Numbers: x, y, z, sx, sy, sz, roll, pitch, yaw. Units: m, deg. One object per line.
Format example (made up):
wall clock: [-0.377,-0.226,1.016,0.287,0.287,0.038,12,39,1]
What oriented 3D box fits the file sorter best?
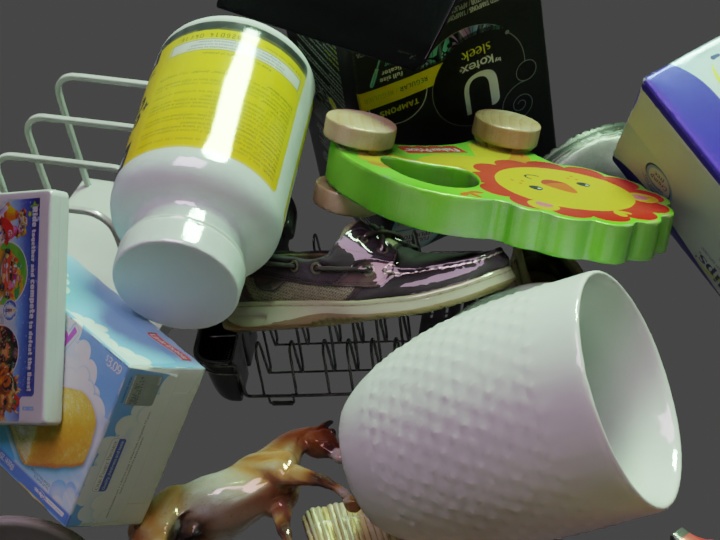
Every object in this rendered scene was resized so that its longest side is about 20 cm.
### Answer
file sorter: [-0.198,-0.031,1.505,0.139,0.125,0.200,8,46,23]

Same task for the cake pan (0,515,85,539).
cake pan: [-0.236,0.238,1.261,0.200,0.037,0.200,-11,44,11]

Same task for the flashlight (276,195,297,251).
flashlight: [-0.074,-0.082,1.502,0.068,0.068,0.200,-39,27,26]

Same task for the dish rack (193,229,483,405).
dish rack: [-0.004,0.027,1.445,0.200,0.055,0.153,-2,43,12]

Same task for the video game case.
video game case: [-0.260,0.025,1.321,0.200,0.143,0.018,-2,-6,39]

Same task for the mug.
mug: [0.088,0.078,1.276,0.175,0.148,0.200,-19,33,24]

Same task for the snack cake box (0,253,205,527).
snack cake box: [-0.198,0.062,1.324,0.067,0.115,0.200,4,24,-47]

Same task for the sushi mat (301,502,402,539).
sushi mat: [0.029,0.207,1.266,0.096,0.012,0.200,-15,41,-4]

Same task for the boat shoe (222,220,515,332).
boat shoe: [0.000,0.000,1.355,0.200,0.065,0.072,-8,2,22]

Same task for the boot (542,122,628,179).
boot: [0.216,-0.048,1.471,0.200,0.070,0.132,-27,49,-9]

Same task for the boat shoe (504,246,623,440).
boat shoe: [0.145,0.051,1.360,0.072,0.065,0.200,-9,42,-20]

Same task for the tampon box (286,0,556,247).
tampon box: [0.044,-0.139,1.508,0.150,0.200,0.126,-25,43,-13]

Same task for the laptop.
laptop: [0.034,-0.223,1.446,0.177,0.103,0.200,22,26,31]

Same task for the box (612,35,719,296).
box: [0.306,-0.075,1.395,0.200,0.105,0.184,-29,69,-19]

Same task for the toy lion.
toy lion: [0.096,-0.048,1.368,0.200,0.069,0.192,-2,22,-34]

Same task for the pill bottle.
pill bottle: [-0.098,-0.063,1.346,0.112,0.112,0.200,0,46,13]

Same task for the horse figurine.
horse figurine: [-0.085,0.161,1.312,0.200,0.050,0.133,-29,31,-10]

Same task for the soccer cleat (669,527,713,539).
soccer cleat: [0.153,0.232,1.171,0.200,0.069,0.085,-40,68,-22]
